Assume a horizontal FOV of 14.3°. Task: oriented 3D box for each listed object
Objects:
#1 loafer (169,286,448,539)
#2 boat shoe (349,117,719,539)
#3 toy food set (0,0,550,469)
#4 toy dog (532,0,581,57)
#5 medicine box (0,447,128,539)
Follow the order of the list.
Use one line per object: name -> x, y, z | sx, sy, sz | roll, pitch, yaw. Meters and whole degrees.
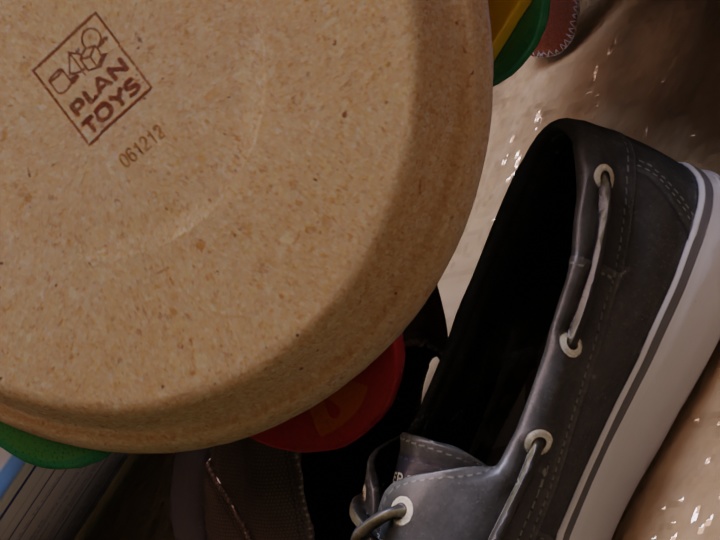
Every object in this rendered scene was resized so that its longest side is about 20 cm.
loafer -> 0.000, 0.000, 0.764 | 0.071, 0.073, 0.200 | 26, 119, 45
boat shoe -> 0.028, 0.056, 0.706 | 0.200, 0.057, 0.069 | -63, 25, -7
toy food set -> -0.057, -0.047, 0.711 | 0.200, 0.198, 0.049 | -56, -12, 16
toy dog -> 0.034, -0.109, 0.867 | 0.200, 0.096, 0.132 | 15, 73, 49
medicine box -> -0.141, 0.057, 0.876 | 0.182, 0.103, 0.200 | -56, -5, 7
